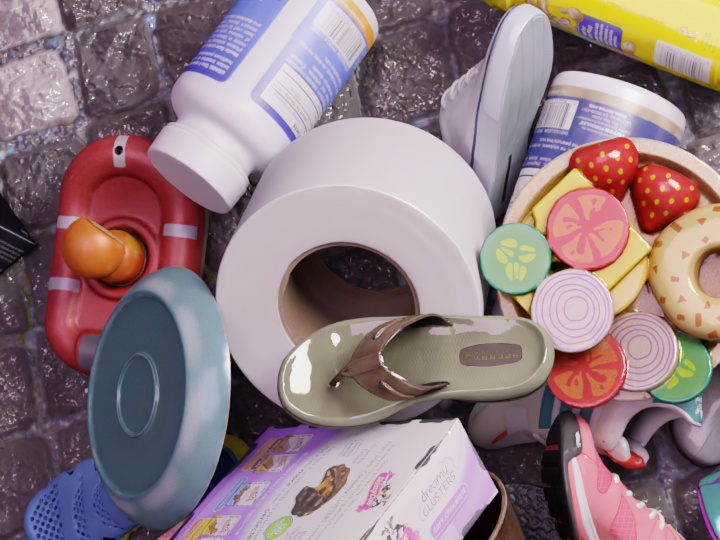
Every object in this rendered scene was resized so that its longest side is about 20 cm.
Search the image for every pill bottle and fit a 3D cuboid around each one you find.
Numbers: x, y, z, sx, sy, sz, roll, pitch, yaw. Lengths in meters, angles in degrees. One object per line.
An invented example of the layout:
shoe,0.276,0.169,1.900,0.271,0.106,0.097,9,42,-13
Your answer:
pill bottle,-0.083,-0.149,1.542,0.112,0.112,0.200,31,75,18
pill bottle,0.171,-0.043,1.476,0.110,0.111,0.201,18,86,17

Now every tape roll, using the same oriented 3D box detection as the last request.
tape roll,0.000,0.000,1.455,0.201,0.139,0.204,4,117,8

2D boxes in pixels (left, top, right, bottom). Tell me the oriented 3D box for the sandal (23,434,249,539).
sandal,-0.188,0.178,1.547,0.199,0.087,0.080,-22,77,12

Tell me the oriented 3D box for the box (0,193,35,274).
box,-0.424,-0.045,1.631,0.198,0.123,0.200,-39,71,4

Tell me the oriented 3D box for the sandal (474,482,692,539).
sandal,0.180,0.220,1.465,0.199,0.048,0.076,19,88,4

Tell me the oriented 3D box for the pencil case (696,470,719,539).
pencil case,0.354,0.161,1.404,0.199,0.085,0.093,-25,59,10

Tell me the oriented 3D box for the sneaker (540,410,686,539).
sneaker,0.194,0.195,1.415,0.086,0.074,0.201,-17,93,-9

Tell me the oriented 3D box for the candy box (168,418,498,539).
candy box,-0.029,0.186,1.359,0.199,0.168,0.072,-6,121,45

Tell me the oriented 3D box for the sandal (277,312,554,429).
sandal,0.036,0.060,1.352,0.200,0.057,0.080,-10,68,8

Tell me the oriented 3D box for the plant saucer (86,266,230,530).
plant saucer,-0.161,0.096,1.449,0.200,0.027,0.202,-14,73,54

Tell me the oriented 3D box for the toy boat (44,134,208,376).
toy boat,-0.203,-0.014,1.561,0.130,0.131,0.201,3,81,15

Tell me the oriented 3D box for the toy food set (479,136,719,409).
toy food set,0.193,0.002,1.385,0.198,0.049,0.200,-44,79,3

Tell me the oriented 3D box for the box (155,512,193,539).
box,-0.074,0.279,1.492,0.102,0.095,0.201,-35,73,8

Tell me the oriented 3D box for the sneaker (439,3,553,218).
sneaker,0.095,-0.127,1.483,0.071,0.201,0.073,34,47,23

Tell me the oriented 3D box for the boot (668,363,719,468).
boot,0.299,0.058,1.406,0.070,0.132,0.201,29,89,-2

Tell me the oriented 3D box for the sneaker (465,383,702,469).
sneaker,0.171,0.114,1.448,0.199,0.070,0.094,-26,66,26

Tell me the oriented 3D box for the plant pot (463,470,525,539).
plant pot,0.069,0.281,1.403,0.186,0.187,0.201,-28,111,9

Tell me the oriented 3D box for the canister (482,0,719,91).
canister,0.206,-0.211,1.479,0.199,0.148,0.087,24,97,16
